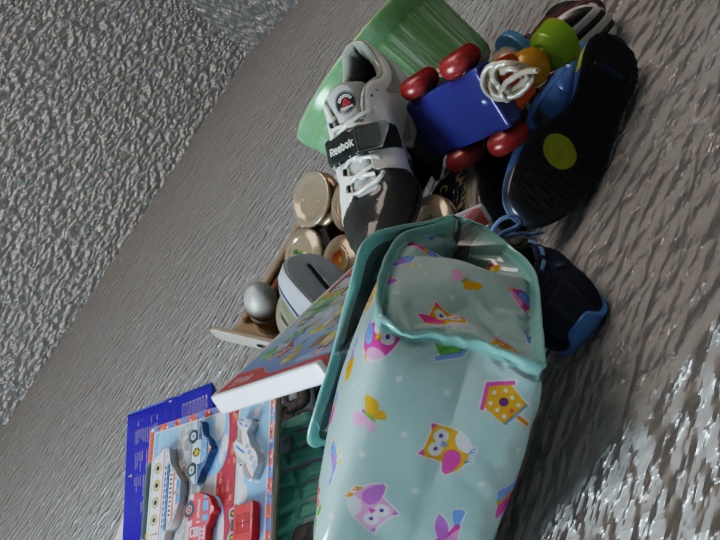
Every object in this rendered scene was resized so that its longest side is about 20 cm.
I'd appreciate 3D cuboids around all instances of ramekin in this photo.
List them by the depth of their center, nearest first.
[{"bbox_3d":[0.038,-0.175,1.268,0.200,0.097,0.200,-50,-4,-5],"label":"ramekin"}]

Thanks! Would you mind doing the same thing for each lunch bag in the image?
[{"bbox_3d":[0.038,0.071,0.792,0.200,0.121,0.172,-84,8,-67],"label":"lunch bag"}]

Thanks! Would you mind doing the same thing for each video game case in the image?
[{"bbox_3d":[-0.006,0.027,0.939,0.200,0.018,0.143,-43,13,-37],"label":"video game case"}]

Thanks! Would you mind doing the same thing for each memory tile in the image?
[{"bbox_3d":[0.000,0.000,1.082,0.199,0.017,0.155,16,95,48],"label":"memory tile"}]

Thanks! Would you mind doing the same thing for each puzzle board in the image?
[{"bbox_3d":[-0.120,0.201,0.982,0.150,0.017,0.202,-20,58,38],"label":"puzzle board"}]

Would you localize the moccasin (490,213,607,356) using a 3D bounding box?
[{"bbox_3d":[0.111,-0.001,0.910,0.081,0.068,0.200,-53,15,-5],"label":"moccasin"}]

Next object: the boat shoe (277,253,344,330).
[{"bbox_3d":[-0.008,0.066,1.031,0.200,0.071,0.062,55,145,42],"label":"boat shoe"}]

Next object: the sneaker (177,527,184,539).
[{"bbox_3d":[-0.099,0.177,1.083,0.076,0.092,0.201,-39,20,37],"label":"sneaker"}]

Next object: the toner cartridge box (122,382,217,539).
[{"bbox_3d":[-0.170,0.193,1.216,0.094,0.043,0.201,-19,31,4],"label":"toner cartridge box"}]

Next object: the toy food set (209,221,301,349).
[{"bbox_3d":[-0.036,-0.002,1.220,0.142,0.061,0.201,10,54,27],"label":"toy food set"}]

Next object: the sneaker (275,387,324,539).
[{"bbox_3d":[-0.040,0.170,1.013,0.074,0.088,0.202,-16,50,17],"label":"sneaker"}]

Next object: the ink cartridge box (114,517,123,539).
[{"bbox_3d":[-0.197,0.250,1.294,0.145,0.048,0.201,-42,17,33],"label":"ink cartridge box"}]

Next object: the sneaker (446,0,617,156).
[{"bbox_3d":[0.157,-0.182,1.214,0.199,0.076,0.116,-34,15,25],"label":"sneaker"}]

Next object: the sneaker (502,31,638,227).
[{"bbox_3d":[0.156,-0.100,1.026,0.078,0.066,0.201,-38,18,56],"label":"sneaker"}]

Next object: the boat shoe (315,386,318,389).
[{"bbox_3d":[-0.084,0.116,1.225,0.073,0.067,0.201,-30,26,55],"label":"boat shoe"}]

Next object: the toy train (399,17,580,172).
[{"bbox_3d":[0.122,-0.150,0.976,0.115,0.085,0.200,-38,9,-22],"label":"toy train"}]

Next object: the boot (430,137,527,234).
[{"bbox_3d":[0.075,-0.047,1.118,0.154,0.073,0.204,-45,17,29],"label":"boot"}]

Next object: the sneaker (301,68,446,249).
[{"bbox_3d":[0.031,-0.085,1.156,0.200,0.078,0.080,-50,28,11],"label":"sneaker"}]

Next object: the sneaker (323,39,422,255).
[{"bbox_3d":[0.000,-0.101,1.038,0.074,0.088,0.201,-23,45,27],"label":"sneaker"}]
